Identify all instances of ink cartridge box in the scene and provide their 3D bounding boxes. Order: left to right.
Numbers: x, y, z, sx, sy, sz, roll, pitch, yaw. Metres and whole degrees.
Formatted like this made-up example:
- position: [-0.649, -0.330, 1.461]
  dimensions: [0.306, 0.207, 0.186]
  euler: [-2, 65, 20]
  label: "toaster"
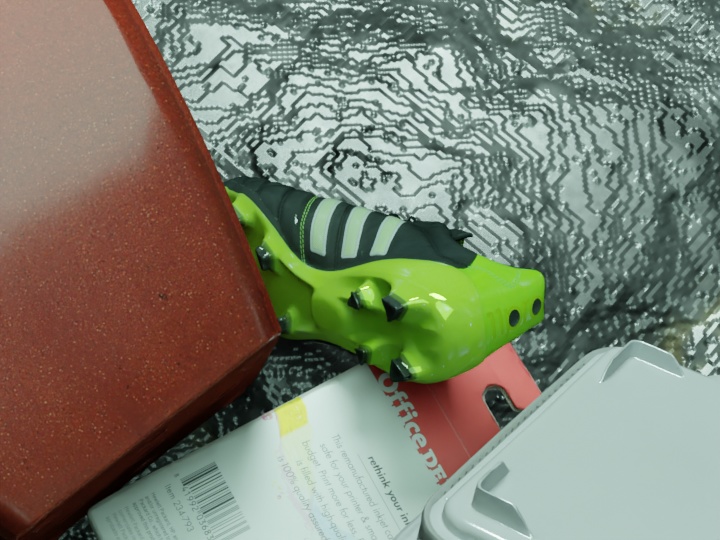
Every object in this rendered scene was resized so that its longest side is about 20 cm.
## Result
- position: [-0.005, 0.114, 0.742]
  dimensions: [0.200, 0.067, 0.116]
  euler: [-27, 73, -12]
  label: "ink cartridge box"

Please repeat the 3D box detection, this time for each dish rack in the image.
- position: [0.124, 0.092, 0.646]
  dimensions: [0.171, 0.044, 0.200]
  euler: [22, 31, 25]
  label: "dish rack"

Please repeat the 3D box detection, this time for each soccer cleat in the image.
- position: [0.000, 0.000, 0.755]
  dimensions: [0.081, 0.068, 0.200]
  euler: [-18, 26, -32]
  label: "soccer cleat"

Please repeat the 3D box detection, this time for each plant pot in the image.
- position: [-0.143, 0.010, 0.719]
  dimensions: [0.200, 0.200, 0.176]
  euler: [-39, 86, -15]
  label: "plant pot"
